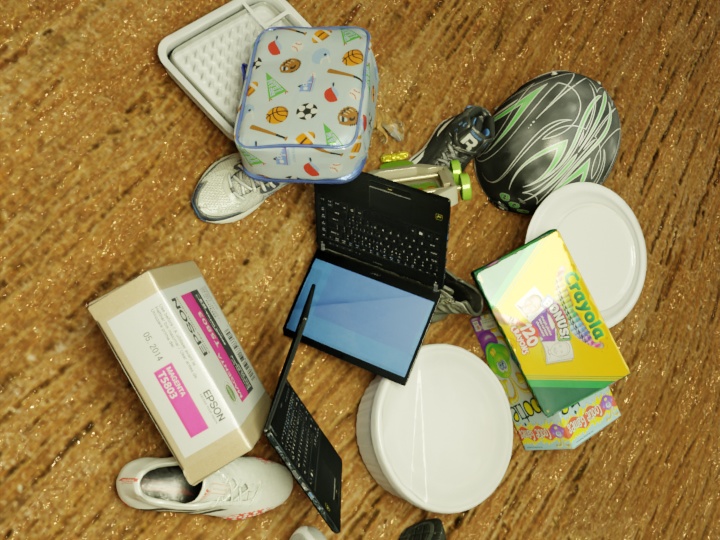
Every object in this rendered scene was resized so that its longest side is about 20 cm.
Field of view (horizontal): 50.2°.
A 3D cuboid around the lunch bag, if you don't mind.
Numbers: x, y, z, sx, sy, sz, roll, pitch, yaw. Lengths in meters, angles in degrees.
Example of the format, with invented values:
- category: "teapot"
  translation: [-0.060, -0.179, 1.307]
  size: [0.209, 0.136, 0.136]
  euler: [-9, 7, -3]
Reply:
- category: "lunch bag"
  translation: [-0.063, -0.194, 0.876]
  size: [0.158, 0.076, 0.202]
  euler: [1, 58, 10]

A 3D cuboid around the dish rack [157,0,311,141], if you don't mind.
- category: "dish rack"
  translation: [-0.135, -0.253, 0.966]
  size: [0.172, 0.044, 0.200]
  euler: [46, 60, 6]

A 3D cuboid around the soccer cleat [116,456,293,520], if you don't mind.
- category: "soccer cleat"
  translation: [-0.158, 0.231, 0.823]
  size: [0.198, 0.085, 0.070]
  euler: [11, 72, -26]

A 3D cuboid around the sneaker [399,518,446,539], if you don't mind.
- category: "sneaker"
  translation: [0.079, 0.381, 0.887]
  size: [0.092, 0.075, 0.200]
  euler: [63, 26, -15]

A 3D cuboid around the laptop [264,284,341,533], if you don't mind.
- category: "laptop"
  translation: [-0.040, 0.140, 0.834]
  size: [0.103, 0.177, 0.201]
  euler: [-33, 98, 5]

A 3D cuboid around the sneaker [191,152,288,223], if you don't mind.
- category: "sneaker"
  translation: [-0.114, -0.126, 0.925]
  size: [0.199, 0.085, 0.078]
  euler: [-33, 94, -16]

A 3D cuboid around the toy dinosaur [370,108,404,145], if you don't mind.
- category: "toy dinosaur"
  translation: [-0.003, -0.216, 1.016]
  size: [0.107, 0.060, 0.200]
  euler: [-65, 151, -9]

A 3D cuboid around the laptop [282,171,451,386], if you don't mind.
- category: "laptop"
  translation: [0.000, 0.000, 0.883]
  size: [0.175, 0.202, 0.103]
  euler: [20, 44, 22]

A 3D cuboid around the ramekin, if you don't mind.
- category: "ramekin"
  translation: [0.085, 0.197, 0.962]
  size: [0.200, 0.094, 0.205]
  euler: [7, 74, -28]

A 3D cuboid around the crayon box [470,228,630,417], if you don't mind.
- category: "crayon box"
  translation: [0.236, 0.064, 0.967]
  size: [0.118, 0.058, 0.202]
  euler: [-28, 90, 3]

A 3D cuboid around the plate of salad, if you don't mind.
- category: "plate of salad"
  translation: [0.301, -0.017, 1.040]
  size: [0.197, 0.048, 0.203]
  euler: [1, 88, -20]

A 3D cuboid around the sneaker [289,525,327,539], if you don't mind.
- category: "sneaker"
  translation: [-0.015, 0.371, 0.888]
  size: [0.082, 0.074, 0.201]
  euler: [-40, 104, -46]

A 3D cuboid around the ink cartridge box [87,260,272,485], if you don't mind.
- category: "ink cartridge box"
  translation: [-0.175, 0.096, 0.799]
  size: [0.075, 0.165, 0.202]
  euler: [-29, 93, 3]

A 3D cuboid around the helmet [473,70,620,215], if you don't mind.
- category: "helmet"
  translation: [0.274, -0.180, 1.104]
  size: [0.198, 0.190, 0.203]
  euler: [7, 75, -27]

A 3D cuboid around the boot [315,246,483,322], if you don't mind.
- category: "boot"
  translation: [0.052, 0.005, 0.970]
  size: [0.198, 0.130, 0.068]
  euler: [28, 66, -20]

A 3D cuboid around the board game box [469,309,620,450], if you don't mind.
- category: "board game box"
  translation: [0.254, 0.133, 1.066]
  size: [0.102, 0.105, 0.202]
  euler: [-23, 88, -30]

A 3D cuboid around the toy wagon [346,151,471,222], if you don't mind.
- category: "toy wagon"
  translation: [0.054, -0.109, 0.981]
  size: [0.153, 0.200, 0.040]
  euler: [-7, 112, 1]

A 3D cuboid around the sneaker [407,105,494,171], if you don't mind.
- category: "sneaker"
  translation: [0.119, -0.154, 1.058]
  size: [0.073, 0.112, 0.201]
  euler: [37, 63, -15]
